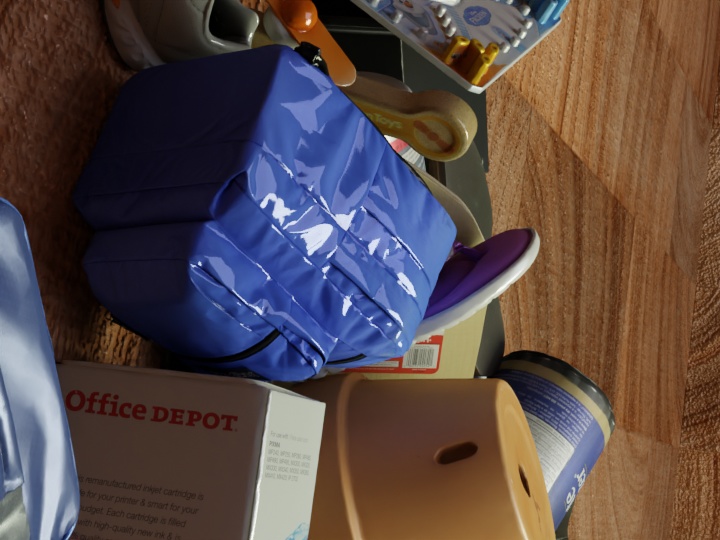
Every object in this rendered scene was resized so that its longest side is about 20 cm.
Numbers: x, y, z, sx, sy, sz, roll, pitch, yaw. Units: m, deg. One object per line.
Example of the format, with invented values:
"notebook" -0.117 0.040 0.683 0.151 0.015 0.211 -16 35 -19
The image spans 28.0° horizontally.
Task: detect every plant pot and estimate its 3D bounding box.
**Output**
"plant pot" 0.046 0.154 0.967 0.200 0.140 0.200 -17 90 -76

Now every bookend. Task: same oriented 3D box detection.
"bookend" 0.028 -0.140 1.175 0.199 0.092 0.200 -48 139 -54

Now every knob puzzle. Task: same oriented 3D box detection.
"knob puzzle" 0.000 0.000 1.008 0.030 0.219 0.220 -101 -179 -58

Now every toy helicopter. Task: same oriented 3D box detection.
"toy helicopter" -0.022 -0.121 0.912 0.132 0.200 0.079 96 15 -47

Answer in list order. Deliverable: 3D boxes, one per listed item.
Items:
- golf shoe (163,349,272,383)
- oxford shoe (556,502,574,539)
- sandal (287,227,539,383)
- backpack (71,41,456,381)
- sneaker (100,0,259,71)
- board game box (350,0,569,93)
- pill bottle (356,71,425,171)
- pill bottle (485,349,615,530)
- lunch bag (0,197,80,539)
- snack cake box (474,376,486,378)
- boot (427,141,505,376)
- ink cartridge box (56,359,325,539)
"golf shoe" -0.107 0.112 0.949 0.097 0.078 0.200 -2 93 -49
"oxford shoe" 0.231 0.299 1.820 0.071 0.071 0.200 -111 -162 -75
"sandal" 0.023 0.016 0.958 0.050 0.203 0.082 59 11 -22
"backpack" -0.055 -0.015 0.861 0.200 0.162 0.168 39 66 -41
"sneaker" -0.114 -0.193 0.814 0.200 0.092 0.076 63 37 -52
"board game box" 0.049 -0.230 1.089 0.026 0.200 0.200 -55 174 35
"pill bottle" -0.006 -0.035 1.075 0.120 0.120 0.200 -57 144 -50
"pill bottle" 0.109 0.169 1.135 0.200 0.112 0.112 -53 144 -28
"lunch bag" -0.199 0.053 0.600 0.136 0.132 0.200 -50 140 -55
"snack cake box" 0.047 0.081 1.234 0.067 0.115 0.200 -4 99 -68
"boot" 0.063 -0.015 1.144 0.074 0.075 0.200 -18 107 -52
"ink cartridge box" -0.110 0.159 0.819 0.083 0.146 0.200 25 71 -64
